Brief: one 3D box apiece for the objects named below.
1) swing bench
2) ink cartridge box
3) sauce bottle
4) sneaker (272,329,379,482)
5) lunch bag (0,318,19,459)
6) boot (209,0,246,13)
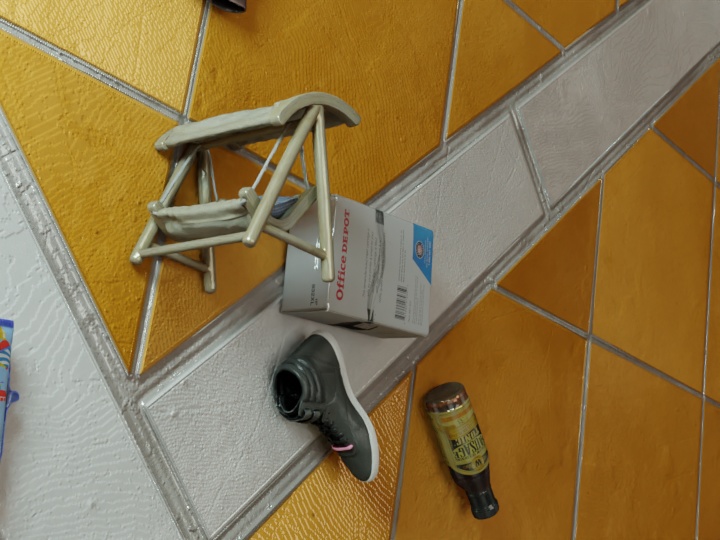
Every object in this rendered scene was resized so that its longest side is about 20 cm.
[{"bbox_3d":[-0.125,-0.092,1.202,0.129,0.198,0.201,25,66,-45],"label":"swing bench"},{"bbox_3d":[0.000,0.000,1.423,0.199,0.083,0.146,17,73,-47],"label":"ink cartridge box"},{"bbox_3d":[0.150,0.258,1.581,0.066,0.066,0.201,-39,113,-44],"label":"sauce bottle"},{"bbox_3d":[-0.048,0.183,1.362,0.099,0.070,0.201,-29,101,-45],"label":"sneaker"},{"bbox_3d":[-0.384,0.110,0.979,0.200,0.094,0.152,17,71,-60],"label":"lunch bag"},{"bbox_3d":[-0.182,-0.410,1.271,0.200,0.072,0.167,30,61,-47],"label":"boot"}]
